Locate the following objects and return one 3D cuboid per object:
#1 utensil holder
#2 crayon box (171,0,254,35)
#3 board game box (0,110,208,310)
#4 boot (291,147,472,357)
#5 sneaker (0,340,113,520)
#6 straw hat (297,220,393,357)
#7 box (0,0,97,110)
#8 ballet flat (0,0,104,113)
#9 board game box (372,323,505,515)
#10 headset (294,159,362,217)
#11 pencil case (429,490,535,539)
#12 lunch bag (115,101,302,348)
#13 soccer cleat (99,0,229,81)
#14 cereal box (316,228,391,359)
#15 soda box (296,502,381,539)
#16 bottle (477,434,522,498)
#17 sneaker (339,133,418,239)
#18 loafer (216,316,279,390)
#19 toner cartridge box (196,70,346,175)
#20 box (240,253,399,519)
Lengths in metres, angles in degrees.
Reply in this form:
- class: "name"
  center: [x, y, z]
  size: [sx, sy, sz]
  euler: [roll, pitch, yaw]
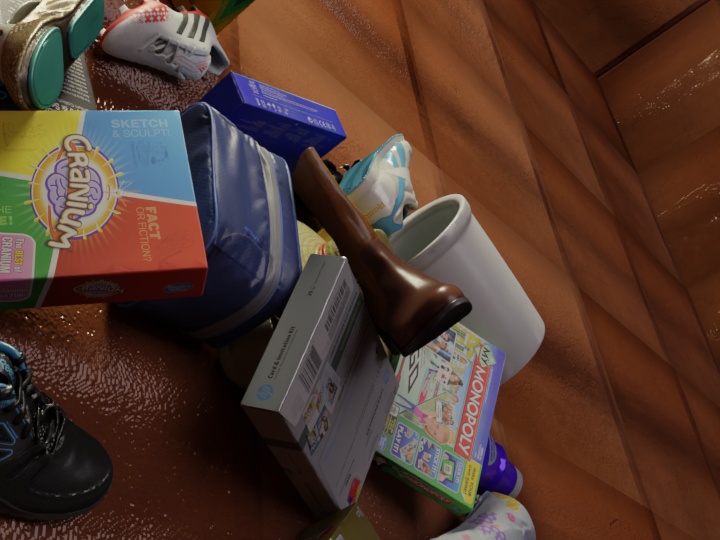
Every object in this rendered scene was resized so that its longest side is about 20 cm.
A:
- class: "utensil holder"
  center: [0.116, 0.036, 1.136]
  size: [0.201, 0.168, 0.171]
  euler: [53, 27, -15]
- class: "crayon box"
  center: [-0.182, -0.421, 1.091]
  size: [0.203, 0.171, 0.058]
  euler: [61, 24, 8]
- class: "board game box"
  center: [-0.224, -0.049, 0.671]
  size: [0.196, 0.041, 0.155]
  euler: [-4, 60, -22]
- class: "boot"
  center: [0.013, -0.027, 0.805]
  size: [0.202, 0.068, 0.188]
  euler: [59, -7, 1]
- class: "sneaker"
  center: [-0.232, 0.096, 0.575]
  size: [0.199, 0.081, 0.074]
  euler: [40, 30, -34]
- class: "straw hat"
  center: [0.000, 0.000, 0.948]
  size: [0.201, 0.084, 0.202]
  euler: [47, 20, -23]
- class: "box"
  center: [-0.309, -0.195, 0.797]
  size: [0.142, 0.036, 0.203]
  euler: [16, 48, -53]
- class: "ballet flat"
  center: [-0.273, -0.190, 0.755]
  size: [0.064, 0.072, 0.201]
  euler: [7, 33, -2]
- class: "board game box"
  center: [0.085, 0.144, 0.984]
  size: [0.133, 0.029, 0.202]
  euler: [32, 51, -16]
- class: "headset"
  center: [-0.018, -0.090, 1.102]
  size: [0.123, 0.094, 0.200]
  euler: [42, 8, -10]
- class: "pencil case"
  center: [0.120, 0.304, 0.951]
  size: [0.199, 0.082, 0.093]
  euler: [-12, 87, -61]
- class: "lunch bag"
  center: [-0.135, -0.041, 0.817]
  size: [0.132, 0.134, 0.203]
  euler: [34, 38, -44]
- class: "soccer cleat"
  center: [-0.209, -0.248, 0.986]
  size: [0.086, 0.068, 0.200]
  euler: [53, 22, 0]
- class: "cereal box"
  center: [-0.013, 0.063, 1.023]
  size: [0.201, 0.039, 0.144]
  euler: [52, 25, -10]
- class: "soda box"
  center: [0.015, 0.313, 0.783]
  size: [0.202, 0.067, 0.064]
  euler: [58, 27, -1]
- class: "bottle"
  center: [0.120, 0.213, 1.066]
  size: [0.199, 0.065, 0.085]
  euler: [41, 38, -31]
- class: "sneaker"
  center: [0.027, -0.097, 1.050]
  size: [0.081, 0.076, 0.201]
  euler: [50, 28, -12]
- class: "loafer"
  center: [-0.051, 0.101, 0.883]
  size: [0.199, 0.068, 0.077]
  euler: [28, 34, -44]
- class: "toner cartridge box"
  center: [-0.109, -0.162, 1.035]
  size: [0.199, 0.094, 0.044]
  euler: [6, 55, -58]
- class: "box"
  center: [-0.027, 0.110, 0.805]
  size: [0.158, 0.040, 0.202]
  euler: [-67, 149, -33]
